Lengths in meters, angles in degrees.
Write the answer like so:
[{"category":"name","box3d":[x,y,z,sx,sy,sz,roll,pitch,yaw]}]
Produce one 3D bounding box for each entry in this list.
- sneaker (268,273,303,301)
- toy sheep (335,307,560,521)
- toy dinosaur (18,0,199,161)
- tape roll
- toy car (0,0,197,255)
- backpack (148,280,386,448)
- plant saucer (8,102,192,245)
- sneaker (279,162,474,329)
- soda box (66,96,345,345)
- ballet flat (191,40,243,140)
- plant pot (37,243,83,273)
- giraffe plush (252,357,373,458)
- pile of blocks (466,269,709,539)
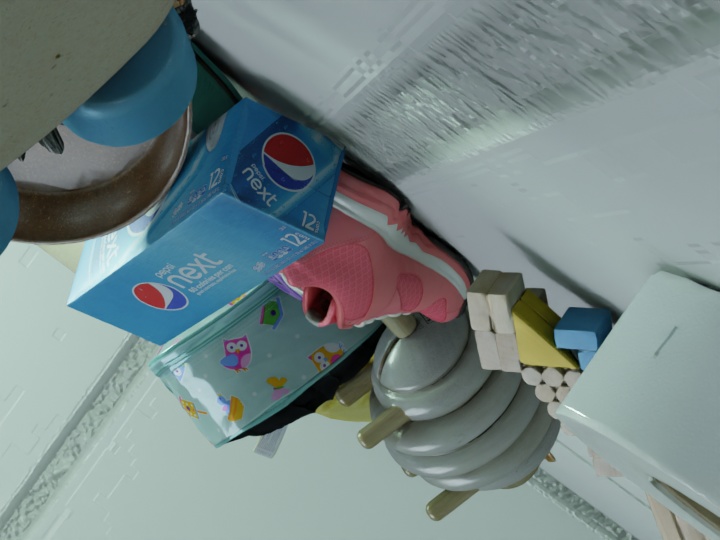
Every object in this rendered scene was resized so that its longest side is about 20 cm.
[{"category":"sneaker","box3d":[-0.072,-0.031,1.337,0.200,0.081,0.083,42,159,6]},{"category":"toy sheep","box3d":[0.064,0.085,1.394,0.138,0.138,0.200,32,168,48]},{"category":"toy dinosaur","box3d":[-0.142,-0.140,0.913,0.200,0.102,0.136,50,162,41]},{"category":"tape roll","box3d":[0.177,0.085,0.815,0.202,0.071,0.202,36,177,2]},{"category":"toy car","box3d":[-0.183,-0.131,0.766,0.200,0.177,0.184,48,171,23]},{"category":"backpack","box3d":[-0.068,0.035,1.467,0.153,0.176,0.200,54,-172,-10]},{"category":"plant saucer","box3d":[-0.186,-0.105,1.123,0.200,0.200,0.035,37,-147,-14]},{"category":"sneaker","box3d":[0.000,0.000,1.230,0.074,0.087,0.200,34,176,31]},{"category":"soda box","box3d":[-0.091,-0.024,1.166,0.068,0.064,0.200,25,149,-23]},{"category":"ballet flat","box3d":[-0.087,-0.075,1.213,0.067,0.070,0.200,35,176,33]},{"category":"plant pot","box3d":[-0.345,-0.074,2.783,0.200,0.177,0.200,36,176,3]},{"category":"giraffe plush","box3d":[-0.037,0.043,1.779,0.172,0.200,0.162,34,-154,-22]},{"category":"pile of blocks","box3d":[0.142,0.060,1.043,0.200,0.082,0.062,45,-141,-5]}]
